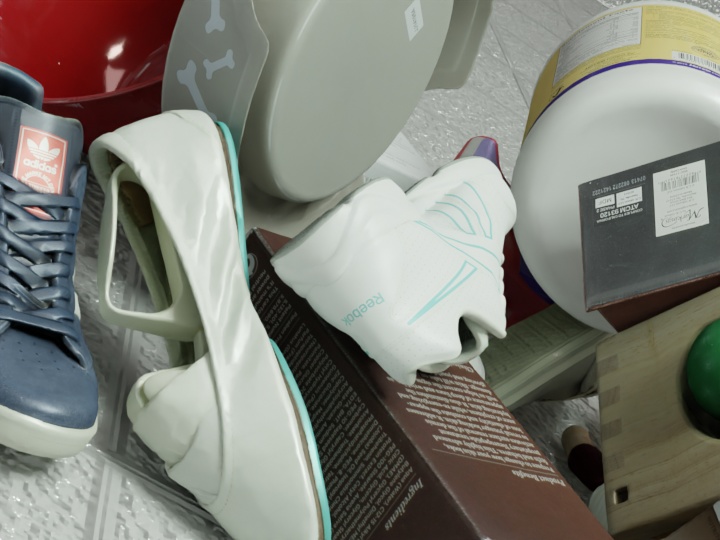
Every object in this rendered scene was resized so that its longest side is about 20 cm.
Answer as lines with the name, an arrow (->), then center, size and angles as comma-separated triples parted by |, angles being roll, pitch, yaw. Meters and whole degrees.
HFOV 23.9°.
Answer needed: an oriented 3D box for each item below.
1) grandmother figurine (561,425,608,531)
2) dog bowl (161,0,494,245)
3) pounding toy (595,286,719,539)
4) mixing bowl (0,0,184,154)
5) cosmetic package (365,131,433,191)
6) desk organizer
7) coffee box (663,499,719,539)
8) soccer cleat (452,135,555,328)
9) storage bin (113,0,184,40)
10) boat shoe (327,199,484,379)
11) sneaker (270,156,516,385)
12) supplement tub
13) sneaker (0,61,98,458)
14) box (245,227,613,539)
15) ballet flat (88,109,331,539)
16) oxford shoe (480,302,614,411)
grandmother figurine -> 0.167, 0.100, 0.924 | 0.061, 0.121, 0.200 | 67, 27, -12
dog bowl -> -0.014, -0.104, 0.785 | 0.058, 0.201, 0.200 | 31, 15, 22
pounding toy -> 0.193, 0.091, 0.768 | 0.199, 0.184, 0.143 | 25, 51, -35
mixing bowl -> -0.100, -0.124, 0.881 | 0.200, 0.199, 0.109 | 53, -9, 42
cosmetic package -> -0.039, -0.087, 1.035 | 0.101, 0.074, 0.200 | 24, 20, -36
desk organizer -> 0.208, -0.020, 0.790 | 0.077, 0.199, 0.072 | 42, 40, -46
coffee box -> 0.193, 0.133, 0.674 | 0.114, 0.200, 0.080 | 22, 39, -34
soccer cleat -> 0.101, -0.008, 1.016 | 0.066, 0.077, 0.200 | 17, -11, 38
storage bin -> -0.110, -0.210, 0.980 | 0.198, 0.136, 0.094 | -6, 22, 2
boat shoe -> 0.003, -0.003, 0.894 | 0.086, 0.075, 0.202 | 11, 33, -51
sneaker -> 0.029, 0.003, 0.730 | 0.080, 0.070, 0.200 | 53, 23, 5
supplement tub -> 0.160, -0.065, 0.935 | 0.145, 0.146, 0.200 | 34, 24, -5
sneaker -> -0.134, -0.015, 0.654 | 0.075, 0.085, 0.200 | 21, 23, -38
box -> 0.014, 0.076, 0.721 | 0.100, 0.075, 0.200 | 18, 23, -44
ballet flat -> -0.067, 0.029, 0.664 | 0.069, 0.069, 0.201 | 13, 54, -50
oxford shoe -> 0.122, 0.047, 0.949 | 0.200, 0.075, 0.058 | -27, 106, -47
